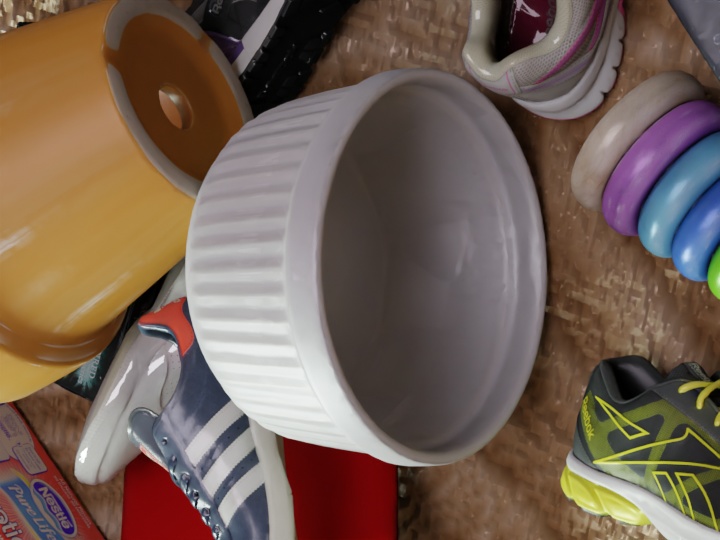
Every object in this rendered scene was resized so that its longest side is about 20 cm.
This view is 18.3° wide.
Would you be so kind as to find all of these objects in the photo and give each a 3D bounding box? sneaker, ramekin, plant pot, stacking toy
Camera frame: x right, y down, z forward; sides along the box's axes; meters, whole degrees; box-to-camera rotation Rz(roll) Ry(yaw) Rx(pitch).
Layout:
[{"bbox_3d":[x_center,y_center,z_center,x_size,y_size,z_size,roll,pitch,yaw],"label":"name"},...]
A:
[{"bbox_3d":[-0.092,0.055,1.282,0.088,0.075,0.200,30,109,-13],"label":"sneaker"},{"bbox_3d":[0.000,0.000,1.153,0.105,0.200,0.201,-2,94,38],"label":"ramekin"},{"bbox_3d":[-0.080,0.109,1.205,0.084,0.075,0.201,-7,72,-3],"label":"sneaker"},{"bbox_3d":[0.174,0.091,1.100,0.200,0.074,0.085,11,103,47],"label":"sneaker"},{"bbox_3d":[-0.162,-0.054,1.204,0.183,0.200,0.201,-26,82,30],"label":"plant pot"},{"bbox_3d":[0.197,-0.005,1.088,0.200,0.085,0.085,46,116,22],"label":"stacking toy"},{"bbox_3d":[-0.045,-0.173,1.231,0.200,0.076,0.088,-50,65,26],"label":"sneaker"},{"bbox_3d":[0.102,-0.173,1.131,0.081,0.088,0.201,15,103,29],"label":"sneaker"}]

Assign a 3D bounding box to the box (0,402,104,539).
[{"bbox_3d":[-0.236,0.164,1.365,0.095,0.103,0.200,-44,74,27],"label":"box"}]

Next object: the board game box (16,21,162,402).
[{"bbox_3d":[-0.173,-0.033,1.346,0.135,0.028,0.201,25,107,25],"label":"board game box"}]

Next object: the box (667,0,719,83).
[{"bbox_3d":[0.273,-0.120,1.019,0.197,0.117,0.200,-37,78,29],"label":"box"}]

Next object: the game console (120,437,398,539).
[{"bbox_3d":[-0.037,0.180,1.295,0.200,0.119,0.173,-17,118,32],"label":"game console"}]
